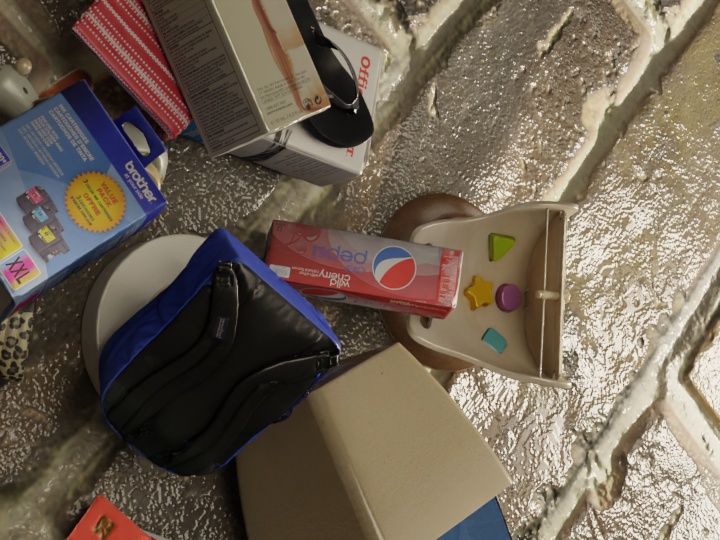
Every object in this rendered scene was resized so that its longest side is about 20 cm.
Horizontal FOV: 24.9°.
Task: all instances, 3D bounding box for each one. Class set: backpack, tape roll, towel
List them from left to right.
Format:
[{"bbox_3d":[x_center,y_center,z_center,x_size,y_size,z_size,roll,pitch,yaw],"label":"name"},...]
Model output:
[{"bbox_3d":[-0.178,0.066,1.607,0.202,0.037,0.204,6,80,-35],"label":"tape roll"},{"bbox_3d":[-0.171,-0.239,1.557,0.145,0.022,0.200,47,57,-18],"label":"towel"},{"bbox_3d":[-0.140,0.082,1.513,0.162,0.168,0.200,42,95,-19],"label":"backpack"}]

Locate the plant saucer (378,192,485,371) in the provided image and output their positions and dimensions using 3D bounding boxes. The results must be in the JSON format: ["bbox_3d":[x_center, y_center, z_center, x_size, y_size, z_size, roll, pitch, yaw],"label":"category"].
[{"bbox_3d":[0.105,0.011,1.815,0.200,0.037,0.201,6,80,-34],"label":"plant saucer"}]

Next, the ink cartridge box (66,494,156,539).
[{"bbox_3d":[-0.207,0.332,1.513,0.200,0.057,0.163,48,60,-26],"label":"ink cartridge box"}]

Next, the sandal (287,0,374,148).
[{"bbox_3d":[-0.044,-0.204,1.615,0.076,0.043,0.200,-49,120,-33],"label":"sandal"}]

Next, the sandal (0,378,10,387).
[{"bbox_3d":[-0.338,0.008,1.496,0.075,0.045,0.201,9,79,-34],"label":"sandal"}]

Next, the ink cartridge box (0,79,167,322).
[{"bbox_3d":[-0.264,-0.070,1.413,0.200,0.076,0.137,-36,92,-30],"label":"ink cartridge box"}]

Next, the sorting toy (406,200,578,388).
[{"bbox_3d":[0.132,0.022,1.758,0.180,0.107,0.201,7,81,-26],"label":"sorting toy"}]

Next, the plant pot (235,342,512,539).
[{"bbox_3d":[-0.010,0.185,1.606,0.200,0.200,0.177,-27,93,-43],"label":"plant pot"}]

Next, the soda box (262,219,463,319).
[{"bbox_3d":[0.000,0.000,1.673,0.199,0.070,0.064,10,77,-5],"label":"soda box"}]

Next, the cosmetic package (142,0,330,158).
[{"bbox_3d":[-0.122,-0.218,1.512,0.087,0.103,0.201,-28,98,-39],"label":"cosmetic package"}]

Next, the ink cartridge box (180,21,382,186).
[{"bbox_3d":[-0.087,-0.186,1.674,0.200,0.084,0.146,20,70,-32],"label":"ink cartridge box"}]

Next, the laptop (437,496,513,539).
[{"bbox_3d":[0.064,0.352,1.691,0.200,0.116,0.188,-25,97,-35],"label":"laptop"}]

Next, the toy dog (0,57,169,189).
[{"bbox_3d":[-0.248,-0.142,1.538,0.200,0.132,0.096,29,105,-37],"label":"toy dog"}]

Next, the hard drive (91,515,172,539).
[{"bbox_3d":[-0.187,0.329,1.572,0.200,0.025,0.132,26,70,-30],"label":"hard drive"}]

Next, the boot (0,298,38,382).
[{"bbox_3d":[-0.357,-0.003,1.435,0.153,0.073,0.204,8,85,-8],"label":"boot"}]
